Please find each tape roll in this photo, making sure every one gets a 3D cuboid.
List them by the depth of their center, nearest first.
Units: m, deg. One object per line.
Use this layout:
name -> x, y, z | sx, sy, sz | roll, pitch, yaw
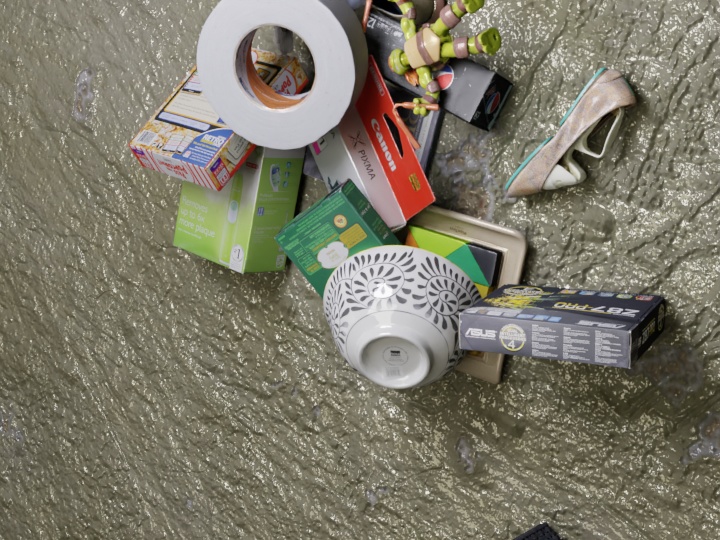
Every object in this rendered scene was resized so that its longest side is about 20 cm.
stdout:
tape roll -> -0.093, -0.250, 1.651 | 0.198, 0.066, 0.202 | 6, 113, 14

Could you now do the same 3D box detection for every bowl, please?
bowl -> 0.045, 0.077, 1.641 | 0.199, 0.095, 0.202 | 6, 129, 8

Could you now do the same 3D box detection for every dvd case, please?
dvd case -> 0.008, -0.171, 1.794 | 0.199, 0.016, 0.150 | 24, 107, 29

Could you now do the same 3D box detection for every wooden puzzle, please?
wooden puzzle -> 0.108, 0.026, 1.725 | 0.184, 0.037, 0.202 | 18, 109, 30

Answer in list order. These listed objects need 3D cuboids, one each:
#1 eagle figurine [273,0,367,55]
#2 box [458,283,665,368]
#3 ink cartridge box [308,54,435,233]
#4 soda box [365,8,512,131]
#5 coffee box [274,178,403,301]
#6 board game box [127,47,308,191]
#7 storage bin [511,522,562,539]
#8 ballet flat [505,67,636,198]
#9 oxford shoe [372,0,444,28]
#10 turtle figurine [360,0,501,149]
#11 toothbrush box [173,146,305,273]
eagle figurine -> -0.070, -0.371, 1.711 | 0.199, 0.151, 0.153 | -29, 95, 3
box -> 0.230, 0.060, 1.566 | 0.198, 0.161, 0.050 | 5, 106, 25
ink cartridge box -> 0.003, -0.141, 1.719 | 0.202, 0.043, 0.173 | 66, 154, 6
soda box -> 0.084, -0.246, 1.700 | 0.199, 0.063, 0.071 | 32, 99, 28
coffee box -> 0.000, 0.000, 1.707 | 0.123, 0.044, 0.200 | -34, 100, 31
board game box -> -0.184, -0.205, 1.787 | 0.151, 0.046, 0.201 | 19, 63, 37
storage bin -> 0.174, 0.393, 1.630 | 0.094, 0.199, 0.136 | 45, 117, 20
ballet flat -> 0.247, -0.143, 1.609 | 0.067, 0.068, 0.200 | 45, 119, 13
oxford shoe -> 0.017, -0.373, 1.730 | 0.200, 0.074, 0.071 | 37, 114, 29
turtle figurine -> 0.089, -0.256, 1.625 | 0.160, 0.064, 0.202 | -19, 82, 41
toothbrush box -> -0.163, -0.112, 1.866 | 0.145, 0.086, 0.202 | 21, 105, 37
